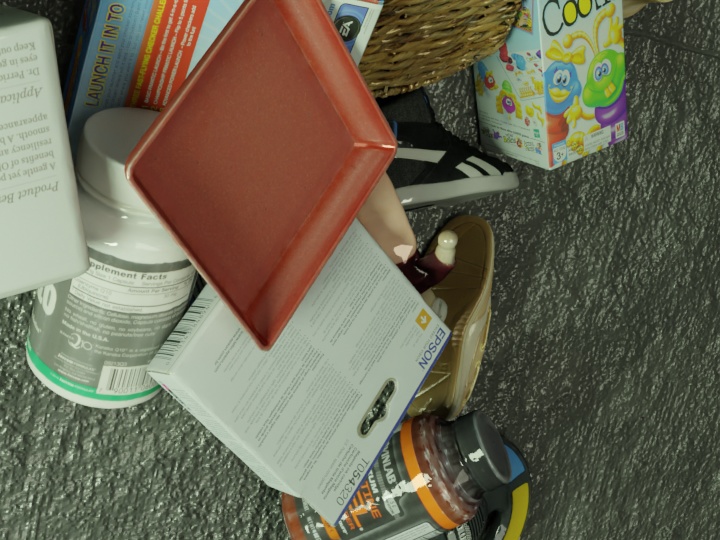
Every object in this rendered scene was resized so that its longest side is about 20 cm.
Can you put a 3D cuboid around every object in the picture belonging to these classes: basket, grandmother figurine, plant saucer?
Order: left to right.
[{"bbox_3d":[-0.068,-0.079,0.896,0.200,0.037,0.200,-58,139,-22],"label":"plant saucer"},{"bbox_3d":[0.020,-0.245,1.091,0.199,0.149,0.143,-19,149,-29],"label":"basket"},{"bbox_3d":[0.027,-0.016,1.086,0.061,0.121,0.201,-63,142,-39],"label":"grandmother figurine"}]

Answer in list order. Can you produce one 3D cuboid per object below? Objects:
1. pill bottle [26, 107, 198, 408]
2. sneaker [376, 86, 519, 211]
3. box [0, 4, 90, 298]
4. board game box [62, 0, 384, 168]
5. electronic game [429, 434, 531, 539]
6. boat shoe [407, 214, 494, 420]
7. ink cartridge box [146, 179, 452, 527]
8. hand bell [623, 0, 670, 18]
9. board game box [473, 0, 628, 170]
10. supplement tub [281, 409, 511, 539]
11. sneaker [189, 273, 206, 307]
[{"bbox_3d":[-0.173,-0.009,0.947,0.112,0.113,0.201,-3,127,-34],"label":"pill bottle"},{"bbox_3d":[0.071,-0.116,1.168,0.199,0.073,0.113,-11,87,-51],"label":"sneaker"},{"bbox_3d":[-0.310,-0.073,0.832,0.198,0.200,0.173,-18,114,-30],"label":"box"},{"bbox_3d":[-0.109,-0.148,0.956,0.194,0.056,0.201,7,132,-22],"label":"board game box"},{"bbox_3d":[0.098,0.258,1.338,0.199,0.042,0.201,-13,114,-31],"label":"electronic game"},{"bbox_3d":[0.088,0.049,1.243,0.069,0.073,0.201,27,78,-65],"label":"boat shoe"},{"bbox_3d":[-0.039,0.061,1.002,0.200,0.043,0.197,50,62,-31],"label":"ink cartridge box"},{"bbox_3d":[0.310,-0.271,1.197,0.104,0.200,0.105,-12,113,-30],"label":"hand bell"},{"bbox_3d":[0.169,-0.211,1.180,0.103,0.105,0.201,-23,119,-28],"label":"board game box"},{"bbox_3d":[0.034,0.197,1.176,0.199,0.107,0.107,-28,128,17],"label":"supplement tub"},{"bbox_3d":[-0.156,0.010,1.052,0.085,0.077,0.201,-34,121,-12],"label":"sneaker"}]
